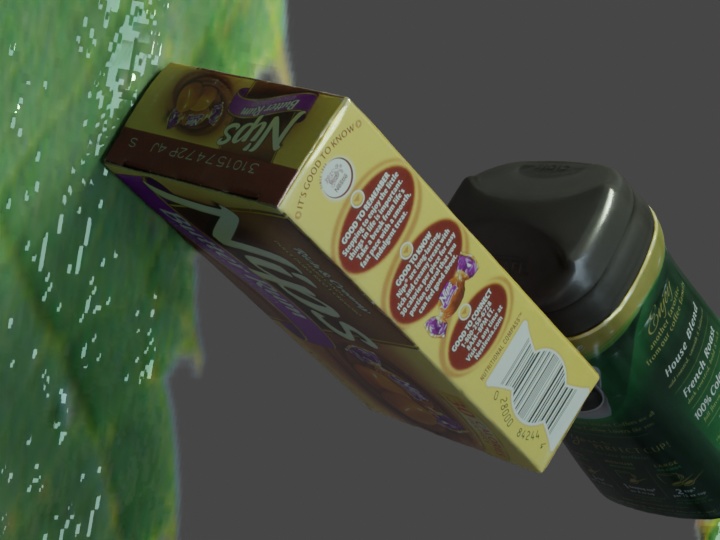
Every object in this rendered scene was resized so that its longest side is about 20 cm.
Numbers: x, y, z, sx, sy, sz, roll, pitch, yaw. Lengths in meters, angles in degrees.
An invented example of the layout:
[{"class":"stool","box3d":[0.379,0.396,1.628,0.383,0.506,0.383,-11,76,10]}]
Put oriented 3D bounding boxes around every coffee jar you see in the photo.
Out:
[{"class":"coffee jar","box3d":[0.118,0.032,0.947,0.200,0.104,0.086,49,60,-39]}]

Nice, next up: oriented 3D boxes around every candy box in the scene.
[{"class":"candy box","box3d":[0.000,0.000,0.824,0.200,0.116,0.057,44,72,-40]}]
